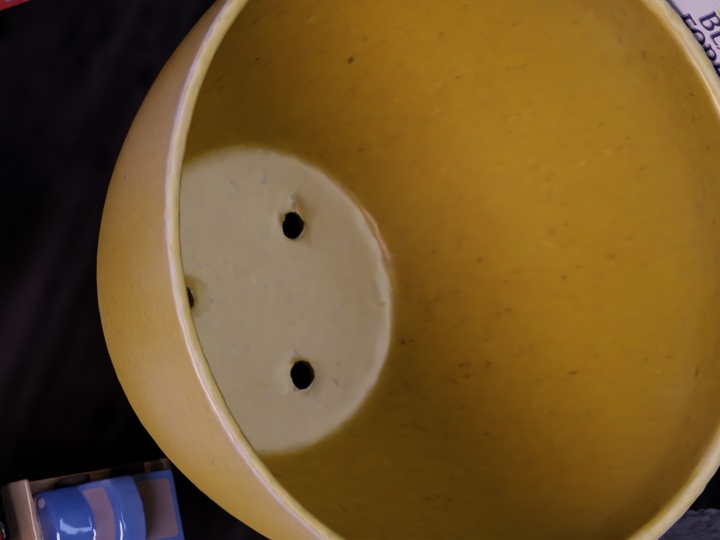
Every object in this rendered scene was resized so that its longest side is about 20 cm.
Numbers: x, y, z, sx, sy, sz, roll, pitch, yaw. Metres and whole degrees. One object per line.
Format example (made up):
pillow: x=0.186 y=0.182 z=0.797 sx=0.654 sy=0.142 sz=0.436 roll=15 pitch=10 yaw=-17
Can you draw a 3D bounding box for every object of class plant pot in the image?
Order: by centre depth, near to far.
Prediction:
plant pot: x=0.000 y=0.000 z=0.891 sx=0.199 sy=0.142 sz=0.201 roll=5 pitch=80 yaw=-30

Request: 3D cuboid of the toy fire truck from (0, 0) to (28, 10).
toy fire truck: x=-0.133 y=-0.132 z=0.839 sx=0.200 sy=0.049 sz=0.142 roll=-27 pitch=134 yaw=-42

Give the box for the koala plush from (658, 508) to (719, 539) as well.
koala plush: x=0.056 y=0.186 z=0.907 sx=0.177 sy=0.183 sz=0.201 roll=-30 pitch=118 yaw=-42

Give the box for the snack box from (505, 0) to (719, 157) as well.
snack box: x=0.081 y=-0.068 z=0.953 sx=0.169 sy=0.200 sz=0.068 roll=54 pitch=50 yaw=-13

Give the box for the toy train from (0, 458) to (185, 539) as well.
toy train: x=-0.125 y=0.078 z=0.836 sx=0.200 sy=0.046 sz=0.034 roll=-7 pitch=82 yaw=-42

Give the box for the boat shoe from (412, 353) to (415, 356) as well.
boat shoe: x=0.079 y=0.100 z=0.992 sx=0.073 sy=0.063 sz=0.200 roll=-36 pitch=100 yaw=-40
